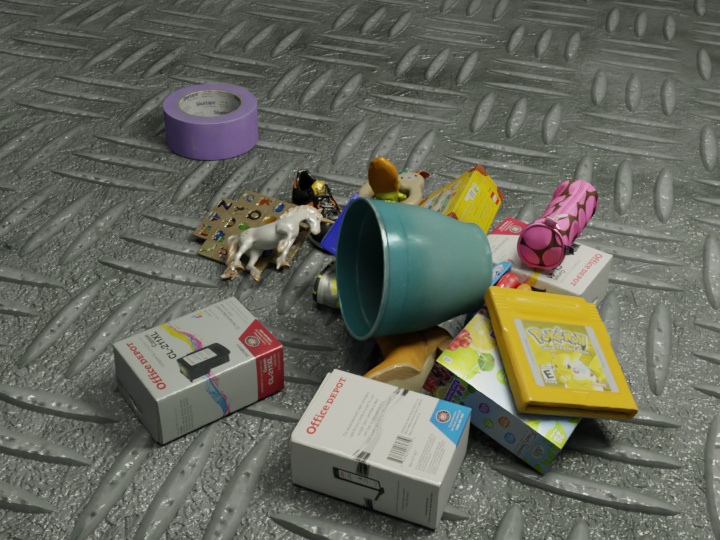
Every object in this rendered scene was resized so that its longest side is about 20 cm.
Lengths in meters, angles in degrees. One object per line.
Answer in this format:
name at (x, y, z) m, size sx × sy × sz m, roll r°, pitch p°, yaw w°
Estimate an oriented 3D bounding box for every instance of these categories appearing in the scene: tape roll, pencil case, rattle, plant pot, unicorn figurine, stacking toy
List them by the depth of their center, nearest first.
plant pot at (0.083, -0.002, 1.309) m, size 0.186 × 0.202 × 0.201 m, roll 1°, pitch 33°, yaw -21°
stacking toy at (0.264, 0.085, 1.374) m, size 0.199 × 0.111 × 0.116 m, roll 32°, pitch 43°, yaw 19°
pencil case at (0.324, -0.080, 1.456) m, size 0.090 × 0.095 × 0.200 m, roll 17°, pitch 34°, yaw 20°
unicorn figurine at (-0.140, -0.052, 1.518) m, size 0.197 × 0.074 × 0.138 m, roll -6°, pitch 41°, yaw 8°
rattle at (0.070, -0.192, 1.717) m, size 0.129 × 0.144 × 0.200 m, roll 7°, pitch 37°, yaw 40°
tape roll at (-0.316, -0.318, 1.918) m, size 0.197 × 0.086 × 0.201 m, roll 1°, pitch 36°, yaw -1°

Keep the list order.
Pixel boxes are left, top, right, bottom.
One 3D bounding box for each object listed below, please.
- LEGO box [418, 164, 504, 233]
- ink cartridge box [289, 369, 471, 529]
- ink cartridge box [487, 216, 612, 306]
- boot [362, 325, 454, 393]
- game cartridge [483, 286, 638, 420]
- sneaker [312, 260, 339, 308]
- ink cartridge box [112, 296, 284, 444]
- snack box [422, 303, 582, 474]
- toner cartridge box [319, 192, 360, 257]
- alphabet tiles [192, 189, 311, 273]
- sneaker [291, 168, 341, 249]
LEGO box at (0.145, -0.074, 1.531) m, size 0.148 × 0.077 × 0.200 m, roll -32°, pitch 16°, yaw 37°
ink cartridge box at (0.027, 0.224, 1.159) m, size 0.198 × 0.085 × 0.146 m, roll 14°, pitch 37°, yaw 17°
ink cartridge box at (0.293, 0.005, 1.488) m, size 0.198 × 0.086 × 0.147 m, roll 21°, pitch 39°, yaw 28°
boot at (0.049, 0.125, 1.327) m, size 0.199 × 0.072 × 0.144 m, roll -14°, pitch 32°, yaw -30°
game cartridge at (0.272, 0.110, 1.238) m, size 0.174 × 0.033 × 0.201 m, roll 7°, pitch 46°, yaw -19°
sneaker at (0.000, 0.000, 1.502) m, size 0.076 × 0.076 × 0.200 m, roll 26°, pitch 51°, yaw 18°
ink cartridge box at (-0.228, 0.136, 1.273) m, size 0.199 × 0.084 × 0.145 m, roll -22°, pitch 42°, yaw -31°
snack box at (0.213, 0.155, 1.245) m, size 0.199 × 0.068 × 0.169 m, roll 35°, pitch 44°, yaw 14°
toner cartridge box at (0.043, -0.024, 1.427) m, size 0.199 × 0.095 × 0.043 m, roll 36°, pitch 17°, yaw -5°
alphabet tiles at (-0.190, -0.069, 1.596) m, size 0.198 × 0.006 × 0.167 m, roll 18°, pitch 54°, yaw 22°
sneaker at (-0.072, -0.111, 1.628) m, size 0.069 × 0.091 × 0.200 m, roll -16°, pitch 38°, yaw -25°
